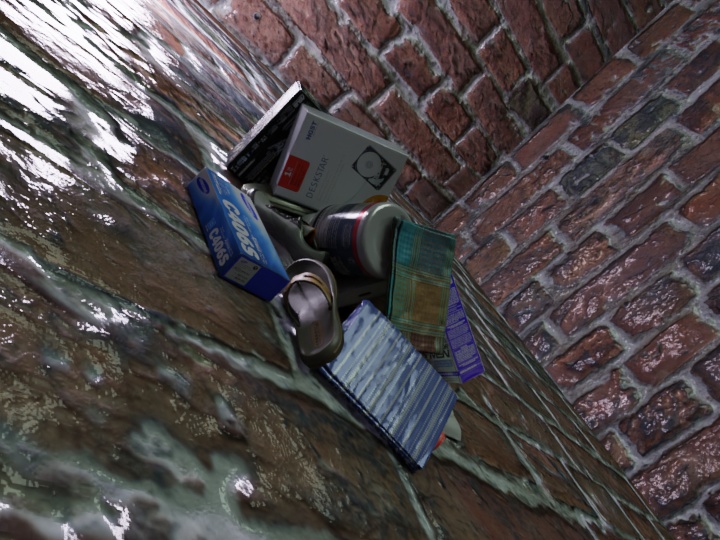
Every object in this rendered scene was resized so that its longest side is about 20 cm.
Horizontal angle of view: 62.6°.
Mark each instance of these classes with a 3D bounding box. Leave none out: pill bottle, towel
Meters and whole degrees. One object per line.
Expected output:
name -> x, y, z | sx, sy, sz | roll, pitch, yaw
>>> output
pill bottle -> -0.019, -0.050, 0.980 | 0.199, 0.120, 0.119 | 4, -26, 48
towel -> 0.095, 0.028, 0.933 | 0.146, 0.202, 0.022 | 12, -9, -42
towel -> 0.039, 0.150, 0.796 | 0.200, 0.024, 0.145 | 47, 46, -7

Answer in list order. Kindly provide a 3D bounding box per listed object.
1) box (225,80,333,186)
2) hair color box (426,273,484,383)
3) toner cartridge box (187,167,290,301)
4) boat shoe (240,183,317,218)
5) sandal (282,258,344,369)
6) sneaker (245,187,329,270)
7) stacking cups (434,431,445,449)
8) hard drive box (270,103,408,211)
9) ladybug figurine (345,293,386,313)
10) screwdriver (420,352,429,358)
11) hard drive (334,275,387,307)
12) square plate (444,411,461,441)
box -> -0.127, -0.221, 1.116 | 0.164, 0.200, 0.086 | 41, 14, -25
hair color box -> 0.142, 0.102, 1.083 | 0.109, 0.064, 0.202 | -20, -92, 60
toner cartridge box -> -0.171, -0.053, 0.816 | 0.095, 0.043, 0.200 | 36, 17, -47
boat shoe -> -0.128, -0.100, 1.073 | 0.199, 0.063, 0.075 | 21, 20, -32
sandal -> -0.073, 0.044, 0.780 | 0.055, 0.081, 0.201 | 49, 17, -36
sneaker -> -0.117, -0.063, 0.951 | 0.200, 0.079, 0.074 | 51, 15, 23
stacking cups -> 0.043, 0.168, 0.840 | 0.200, 0.060, 0.061 | 50, 12, -1
hard drive box -> -0.040, -0.181, 1.059 | 0.199, 0.157, 0.077 | 18, 21, -21
ladybug figurine -> 0.041, 0.048, 1.033 | 0.200, 0.135, 0.072 | 24, -44, 59
screwdriver -> 0.064, 0.112, 1.026 | 0.200, 0.028, 0.029 | 38, -26, 53
hard drive -> 0.000, 0.000, 1.045 | 0.200, 0.131, 0.027 | -100, 173, -67
square plate -> 0.084, 0.180, 1.001 | 0.198, 0.028, 0.200 | 35, 18, -44
